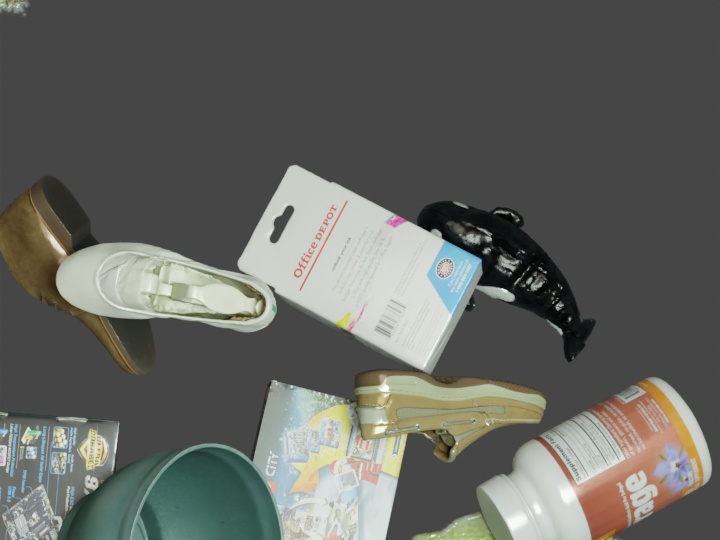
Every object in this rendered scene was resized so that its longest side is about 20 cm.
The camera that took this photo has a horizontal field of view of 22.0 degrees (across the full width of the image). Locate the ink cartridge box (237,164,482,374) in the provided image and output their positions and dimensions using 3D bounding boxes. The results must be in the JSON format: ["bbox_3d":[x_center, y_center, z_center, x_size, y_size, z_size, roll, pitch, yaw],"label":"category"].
[{"bbox_3d":[0.000,0.000,1.708,0.199,0.068,0.116,28,84,9],"label":"ink cartridge box"}]

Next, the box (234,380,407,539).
[{"bbox_3d":[-0.041,0.214,1.698,0.135,0.038,0.202,14,80,-5],"label":"box"}]

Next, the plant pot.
[{"bbox_3d":[-0.177,0.250,1.594,0.199,0.133,0.202,6,82,-52],"label":"plant pot"}]

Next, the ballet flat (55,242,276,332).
[{"bbox_3d":[-0.168,0.014,1.639,0.198,0.069,0.070,10,80,-12],"label":"ballet flat"}]

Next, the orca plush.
[{"bbox_3d":[0.140,0.003,1.738,0.105,0.071,0.201,-38,88,-11],"label":"orca plush"}]

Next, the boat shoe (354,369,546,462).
[{"bbox_3d":[0.081,0.137,1.693,0.198,0.072,0.077,6,76,-26],"label":"boat shoe"}]

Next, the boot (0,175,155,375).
[{"bbox_3d":[-0.260,0.017,1.698,0.075,0.074,0.201,-32,91,19],"label":"boot"}]

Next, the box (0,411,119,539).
[{"bbox_3d":[-0.302,0.228,1.657,0.157,0.046,0.202,4,81,-7],"label":"box"}]

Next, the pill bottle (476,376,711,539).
[{"bbox_3d":[0.212,0.190,1.699,0.199,0.112,0.113,-27,85,-10],"label":"pill bottle"}]
